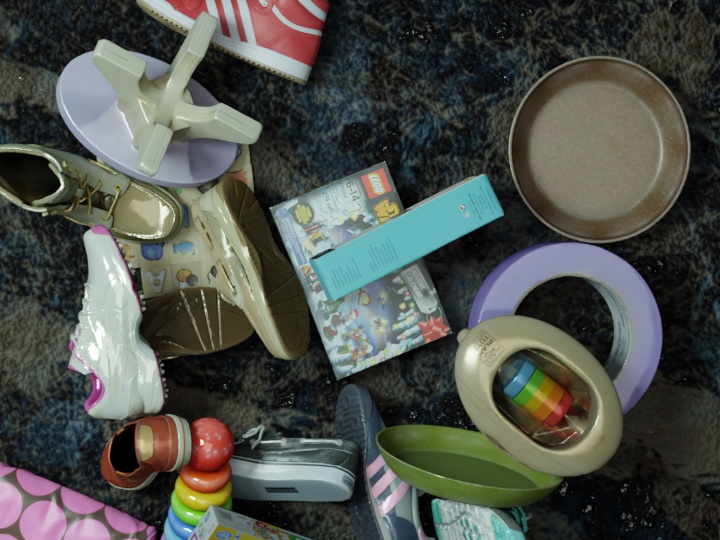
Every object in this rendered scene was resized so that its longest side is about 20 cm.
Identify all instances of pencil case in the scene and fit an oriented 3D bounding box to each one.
[{"bbox_3d":[-0.320,0.280,1.636,0.199,0.091,0.094,21,55,-1],"label":"pencil case"}]

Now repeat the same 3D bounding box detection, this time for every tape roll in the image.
[{"bbox_3d":[0.218,0.070,1.659,0.198,0.085,0.202,0,91,-4],"label":"tape roll"}]

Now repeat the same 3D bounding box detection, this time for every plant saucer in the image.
[{"bbox_3d":[0.257,-0.131,1.679,0.199,0.037,0.202,0,92,-3],"label":"plant saucer"},{"bbox_3d":[0.111,0.206,1.601,0.198,0.200,0.031,11,100,-3],"label":"plant saucer"}]

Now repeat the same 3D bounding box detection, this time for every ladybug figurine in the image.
[{"bbox_3d":[0.178,0.125,1.580,0.200,0.072,0.136,42,88,-4],"label":"ladybug figurine"}]

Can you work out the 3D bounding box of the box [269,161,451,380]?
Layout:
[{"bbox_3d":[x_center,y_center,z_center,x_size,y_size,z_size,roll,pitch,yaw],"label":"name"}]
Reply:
[{"bbox_3d":[0.000,0.000,1.667,0.136,0.040,0.201,-22,92,-3],"label":"box"}]

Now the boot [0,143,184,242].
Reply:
[{"bbox_3d":[-0.286,-0.079,1.586,0.199,0.155,0.073,22,92,1],"label":"boot"}]

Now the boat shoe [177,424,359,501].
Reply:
[{"bbox_3d":[-0.098,0.201,1.647,0.198,0.074,0.069,-2,56,22],"label":"boat shoe"}]

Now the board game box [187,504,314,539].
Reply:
[{"bbox_3d":[-0.104,0.333,1.614,0.199,0.034,0.135,24,109,-30],"label":"board game box"}]

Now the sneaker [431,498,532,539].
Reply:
[{"bbox_3d":[0.143,0.261,1.610,0.091,0.200,0.078,-14,95,-15],"label":"sneaker"}]

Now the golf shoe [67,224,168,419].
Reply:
[{"bbox_3d":[-0.259,0.056,1.558,0.091,0.075,0.202,-16,93,-14],"label":"golf shoe"}]

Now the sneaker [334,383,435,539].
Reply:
[{"bbox_3d":[0.027,0.218,1.672,0.082,0.070,0.202,-9,87,-31],"label":"sneaker"}]

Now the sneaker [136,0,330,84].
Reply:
[{"bbox_3d":[-0.129,-0.286,1.637,0.199,0.071,0.113,22,94,-11],"label":"sneaker"}]

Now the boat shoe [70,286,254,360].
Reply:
[{"bbox_3d":[-0.211,0.060,1.647,0.198,0.064,0.072,-6,86,-19],"label":"boat shoe"}]

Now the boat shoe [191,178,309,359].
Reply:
[{"bbox_3d":[-0.116,0.005,1.624,0.064,0.071,0.201,-28,80,32],"label":"boat shoe"}]

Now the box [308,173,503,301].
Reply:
[{"bbox_3d":[0.046,-0.034,1.609,0.199,0.082,0.049,-27,94,-5],"label":"box"}]

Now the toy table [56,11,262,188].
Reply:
[{"bbox_3d":[-0.205,-0.168,1.581,0.199,0.117,0.185,15,72,-21],"label":"toy table"}]

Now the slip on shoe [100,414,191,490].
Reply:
[{"bbox_3d":[-0.235,0.186,1.588,0.061,0.200,0.075,1,78,-27],"label":"slip on shoe"}]

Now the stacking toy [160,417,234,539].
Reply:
[{"bbox_3d":[-0.161,0.237,1.598,0.085,0.086,0.201,9,125,-3],"label":"stacking toy"}]

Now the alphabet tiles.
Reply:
[{"bbox_3d":[-0.197,-0.074,1.672,0.165,0.006,0.202,-6,92,-3],"label":"alphabet tiles"}]
